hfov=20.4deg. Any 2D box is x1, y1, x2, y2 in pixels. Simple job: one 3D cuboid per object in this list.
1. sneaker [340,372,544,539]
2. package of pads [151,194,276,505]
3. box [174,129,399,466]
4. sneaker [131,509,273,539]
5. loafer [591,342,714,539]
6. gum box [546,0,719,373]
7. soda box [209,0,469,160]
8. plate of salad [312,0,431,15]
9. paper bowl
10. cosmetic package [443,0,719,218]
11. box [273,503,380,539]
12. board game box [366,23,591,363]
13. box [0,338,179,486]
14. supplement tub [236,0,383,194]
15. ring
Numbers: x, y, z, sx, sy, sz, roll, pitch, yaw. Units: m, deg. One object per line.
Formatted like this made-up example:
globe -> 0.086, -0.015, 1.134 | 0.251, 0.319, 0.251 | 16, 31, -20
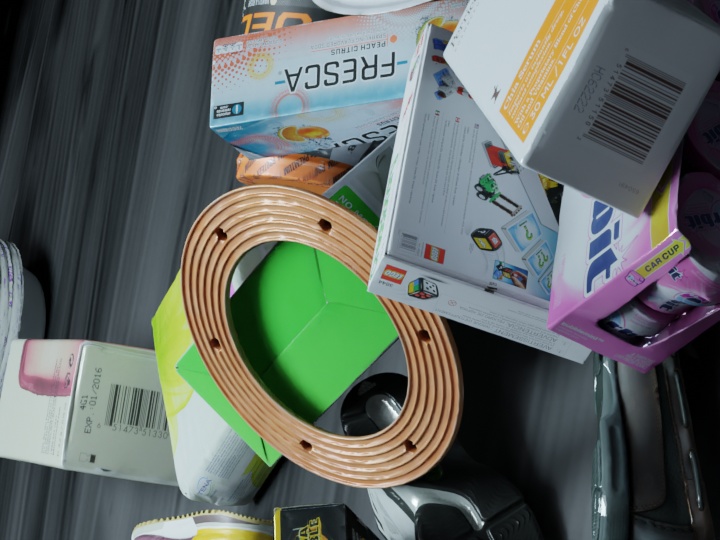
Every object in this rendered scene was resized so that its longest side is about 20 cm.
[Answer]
sneaker -> 0.061, 0.163, 1.233 | 0.201, 0.075, 0.116 | 56, 171, 29
package of pads -> -0.102, 0.065, 1.573 | 0.155, 0.068, 0.201 | -58, 33, 36
box -> 0.000, 0.000, 1.264 | 0.176, 0.097, 0.200 | -42, -4, -43
sneaker -> -0.133, 0.243, 1.563 | 0.200, 0.074, 0.091 | -29, 50, 59
loafer -> 0.157, 0.067, 1.078 | 0.072, 0.062, 0.201 | 90, -174, -54
gum box -> 0.162, -0.054, 1.042 | 0.113, 0.066, 0.201 | -43, 29, 51
soda box -> 0.001, -0.126, 1.328 | 0.198, 0.064, 0.069 | -7, 69, 23
plate of salad -> 0.058, -0.218, 1.296 | 0.199, 0.048, 0.201 | -21, 32, 13
paper bowl -> -0.404, 0.065, 2.138 | 0.200, 0.104, 0.203 | -32, 53, 56
cosmetic package -> 0.111, -0.114, 1.034 | 0.102, 0.071, 0.200 | -63, 17, 14
box -> -0.008, 0.254, 1.186 | 0.160, 0.049, 0.202 | 60, -154, -67
board game box -> 0.079, -0.048, 1.122 | 0.201, 0.125, 0.035 | -78, 10, -45
box -> -0.224, 0.121, 1.730 | 0.200, 0.127, 0.110 | -2, 78, 63
supplement tub -> -0.029, -0.157, 1.452 | 0.122, 0.122, 0.202 | -3, 78, 63
ring -> -0.022, 0.038, 1.165 | 0.199, 0.019, 0.202 | 20, 129, 28
